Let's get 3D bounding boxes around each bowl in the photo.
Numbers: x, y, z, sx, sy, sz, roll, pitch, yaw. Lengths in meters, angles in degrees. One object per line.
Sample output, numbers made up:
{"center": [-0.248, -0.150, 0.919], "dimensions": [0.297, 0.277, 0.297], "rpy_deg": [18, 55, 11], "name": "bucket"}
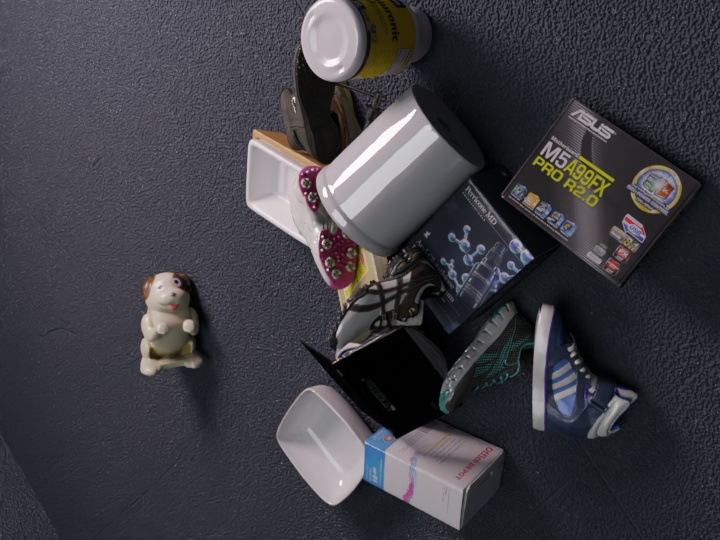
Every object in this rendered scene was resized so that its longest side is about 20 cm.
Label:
{"center": [-0.055, 0.334, 1.440], "dimensions": [0.200, 0.074, 0.201], "rpy_deg": [47, 130, 18], "name": "bowl"}

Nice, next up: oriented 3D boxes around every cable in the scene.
{"center": [0.053, 0.169, 1.249], "dimensions": [0.198, 0.070, 0.201], "rpy_deg": [16, 141, 22], "name": "cable"}

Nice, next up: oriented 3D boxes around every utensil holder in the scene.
{"center": [0.060, -0.149, 1.088], "dimensions": [0.200, 0.169, 0.171], "rpy_deg": [-42, 77, 25], "name": "utensil holder"}

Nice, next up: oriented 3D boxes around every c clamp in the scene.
{"center": [0.023, -0.191, 1.181], "dimensions": [0.168, 0.027, 0.202], "rpy_deg": [14, 121, 0], "name": "c clamp"}

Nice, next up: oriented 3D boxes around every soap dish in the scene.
{"center": [-0.112, -0.146, 1.302], "dimensions": [0.199, 0.081, 0.159], "rpy_deg": [32, 132, 27], "name": "soap dish"}

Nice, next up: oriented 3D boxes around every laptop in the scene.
{"center": [0.029, 0.165, 1.188], "dimensions": [0.199, 0.116, 0.188], "rpy_deg": [-30, 118, 17], "name": "laptop"}

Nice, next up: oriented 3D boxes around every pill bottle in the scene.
{"center": [0.017, -0.336, 1.057], "dimensions": [0.110, 0.199, 0.113], "rpy_deg": [14, 114, 35], "name": "pill bottle"}

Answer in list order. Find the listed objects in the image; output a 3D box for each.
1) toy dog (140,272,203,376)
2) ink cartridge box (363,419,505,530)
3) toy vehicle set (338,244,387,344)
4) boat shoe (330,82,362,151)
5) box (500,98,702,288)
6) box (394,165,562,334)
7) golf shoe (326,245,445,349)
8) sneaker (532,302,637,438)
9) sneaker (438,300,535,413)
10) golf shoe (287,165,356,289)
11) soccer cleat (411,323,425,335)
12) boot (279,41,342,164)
{"center": [-0.426, 0.103, 1.649], "dimensions": [0.194, 0.138, 0.203], "rpy_deg": [-120, 32, -59], "name": "toy dog"}
{"center": [0.124, 0.329, 1.239], "dimensions": [0.198, 0.144, 0.086], "rpy_deg": [17, 116, 35], "name": "ink cartridge box"}
{"center": [0.000, 0.000, 1.192], "dimensions": [0.125, 0.026, 0.202], "rpy_deg": [-52, 39, 44], "name": "toy vehicle set"}
{"center": [-0.052, -0.266, 1.229], "dimensions": [0.074, 0.066, 0.202], "rpy_deg": [-29, 86, 42], "name": "boat shoe"}
{"center": [0.309, -0.101, 0.959], "dimensions": [0.200, 0.044, 0.161], "rpy_deg": [42, 103, 21], "name": "box"}
{"center": [0.173, -0.029, 1.098], "dimensions": [0.149, 0.107, 0.200], "rpy_deg": [53, 130, 13], "name": "box"}
{"center": [0.040, 0.055, 1.044], "dimensions": [0.094, 0.200, 0.078], "rpy_deg": [44, 161, 12], "name": "golf shoe"}
{"center": [0.322, 0.146, 1.053], "dimensions": [0.144, 0.081, 0.203], "rpy_deg": [2, 106, 14], "name": "sneaker"}
{"center": [0.197, 0.143, 1.102], "dimensions": [0.091, 0.200, 0.078], "rpy_deg": [39, 168, 7], "name": "sneaker"}
{"center": [-0.064, -0.065, 1.191], "dimensions": [0.091, 0.075, 0.203], "rpy_deg": [-18, 87, 58], "name": "golf shoe"}
{"center": [0.032, 0.064, 1.279], "dimensions": [0.201, 0.067, 0.081], "rpy_deg": [52, 136, 11], "name": "soccer cleat"}
{"center": [-0.096, -0.271, 1.162], "dimensions": [0.130, 0.067, 0.202], "rpy_deg": [34, 139, 48], "name": "boot"}
